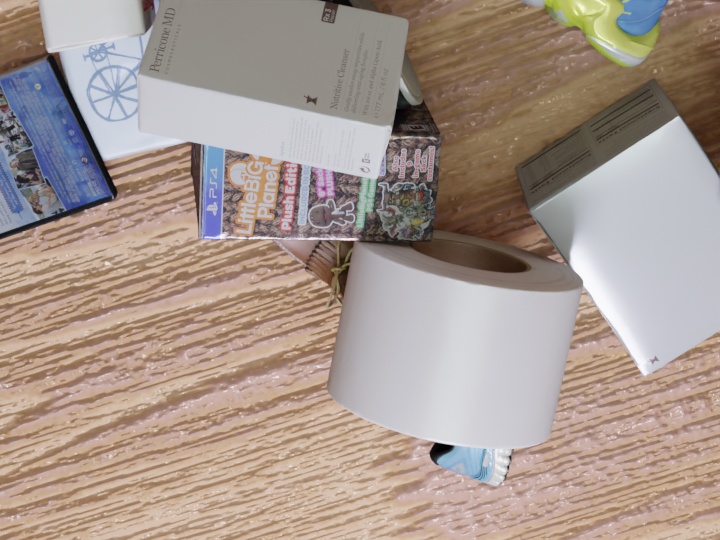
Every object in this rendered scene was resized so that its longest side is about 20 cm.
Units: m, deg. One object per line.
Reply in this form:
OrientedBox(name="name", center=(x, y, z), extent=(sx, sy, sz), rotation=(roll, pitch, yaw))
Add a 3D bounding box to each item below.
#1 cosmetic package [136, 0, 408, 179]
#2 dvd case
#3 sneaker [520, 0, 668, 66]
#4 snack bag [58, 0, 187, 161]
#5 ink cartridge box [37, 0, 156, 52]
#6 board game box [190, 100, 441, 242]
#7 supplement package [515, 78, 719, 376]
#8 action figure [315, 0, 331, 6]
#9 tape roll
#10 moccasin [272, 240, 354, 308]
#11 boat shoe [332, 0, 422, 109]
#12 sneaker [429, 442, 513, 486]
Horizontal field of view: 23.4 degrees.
OrientedBox(name="cosmetic package", center=(-0.069, -0.154, 1.373), extent=(0.199, 0.113, 0.081), rotation=(11, 150, -3))
OrientedBox(name="dvd case", center=(-0.335, -0.097, 1.558), extent=(0.199, 0.018, 0.143), rotation=(-18, 114, 12))
OrientedBox(name="sneaker", center=(0.186, -0.265, 1.497), extent=(0.200, 0.076, 0.105), rotation=(30, 97, -23))
OrientedBox(name="snack bag", center=(-0.168, -0.202, 1.531), extent=(0.199, 0.021, 0.189), rotation=(-11, 114, -1))
OrientedBox(name="ink cartridge box", center=(-0.224, -0.287, 1.406), extent=(0.084, 0.146, 0.201), rotation=(-9, 103, 0))
OrientedBox(name="board game box", center=(-0.043, -0.099, 1.491), extent=(0.199, 0.160, 0.097), rotation=(0, 113, -9))
OrientedBox(name="supplement package", center=(0.262, -0.039, 1.569), extent=(0.155, 0.111, 0.200), rotation=(-33, 111, 11))
OrientedBox(name="action figure", center=(0.018, -0.280, 1.435), extent=(0.130, 0.200, 0.069), rotation=(51, 143, 4))
OrientedBox(name="tape roll", center=(0.080, 0.053, 1.487), extent=(0.202, 0.203, 0.140), rotation=(9, 103, -6))
OrientedBox(name="moccasin", center=(-0.001, 0.001, 1.593), extent=(0.201, 0.078, 0.074), rotation=(38, 108, -16))
OrientedBox(name="boat shoe", center=(-0.018, -0.215, 1.475), extent=(0.060, 0.074, 0.200), rotation=(-33, 85, 13))
OrientedBox(name="sneaker", center=(0.108, 0.113, 1.647), extent=(0.090, 0.078, 0.201), rotation=(7, 113, -2))
